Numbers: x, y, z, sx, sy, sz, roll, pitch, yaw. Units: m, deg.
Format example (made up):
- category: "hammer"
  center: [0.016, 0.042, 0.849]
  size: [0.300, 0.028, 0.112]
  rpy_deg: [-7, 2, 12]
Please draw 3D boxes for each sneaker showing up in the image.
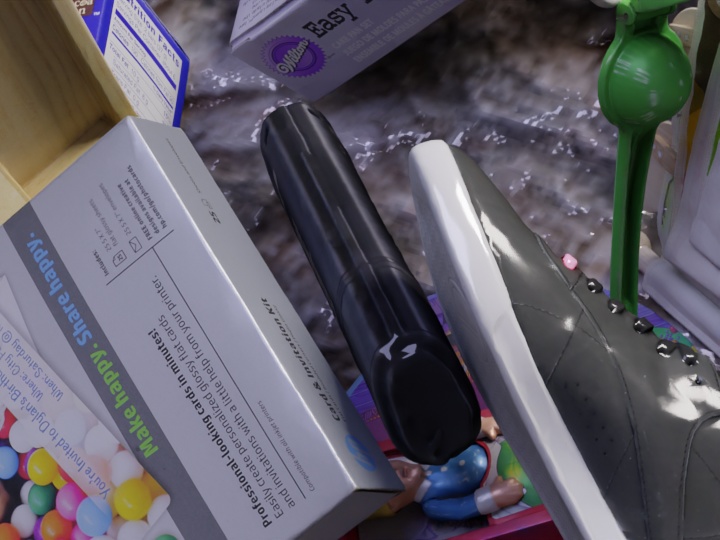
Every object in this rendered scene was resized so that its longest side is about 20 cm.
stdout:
- category: "sneaker"
  center: [0.094, 0.033, 0.857]
  size: [0.099, 0.071, 0.200]
  rpy_deg: [-29, 83, -5]

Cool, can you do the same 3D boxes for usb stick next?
- category: "usb stick"
  center: [0.000, 0.000, 0.950]
  size: [0.033, 0.055, 0.200]
  rpy_deg: [-28, 31, 1]

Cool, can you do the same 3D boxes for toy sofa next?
- category: "toy sofa"
  center: [-0.152, -0.093, 0.941]
  size: [0.083, 0.200, 0.098]
  rpy_deg: [-43, 56, -12]

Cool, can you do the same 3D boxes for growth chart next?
- category: "growth chart"
  center: [0.141, -0.044, 0.872]
  size: [0.018, 0.200, 0.145]
  rpy_deg: [-11, 46, -30]

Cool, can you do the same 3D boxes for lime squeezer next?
- category: "lime squeezer"
  center: [0.110, -0.063, 0.875]
  size: [0.071, 0.200, 0.038]
  rpy_deg: [44, 50, 11]

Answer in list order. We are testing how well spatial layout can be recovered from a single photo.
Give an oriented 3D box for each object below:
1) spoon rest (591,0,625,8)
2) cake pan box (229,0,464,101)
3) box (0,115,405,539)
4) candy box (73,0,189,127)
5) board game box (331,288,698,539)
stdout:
- category: "spoon rest"
  center: [0.111, -0.165, 0.907]
  size: [0.061, 0.099, 0.200]
  rpy_deg: [14, 44, 16]
- category: "cake pan box"
  center: [0.033, -0.181, 1.052]
  size: [0.200, 0.052, 0.184]
  rpy_deg: [-32, 35, 41]
- category: "box"
  center: [-0.104, 0.069, 0.925]
  size: [0.200, 0.041, 0.156]
  rpy_deg: [-39, 69, 19]
- category: "candy box"
  center: [-0.168, -0.016, 1.071]
  size: [0.169, 0.077, 0.200]
  rpy_deg: [-9, 51, 20]
- category: "board game box"
  center: [0.029, 0.077, 0.915]
  size: [0.158, 0.039, 0.200]
  rpy_deg: [26, 71, 40]
